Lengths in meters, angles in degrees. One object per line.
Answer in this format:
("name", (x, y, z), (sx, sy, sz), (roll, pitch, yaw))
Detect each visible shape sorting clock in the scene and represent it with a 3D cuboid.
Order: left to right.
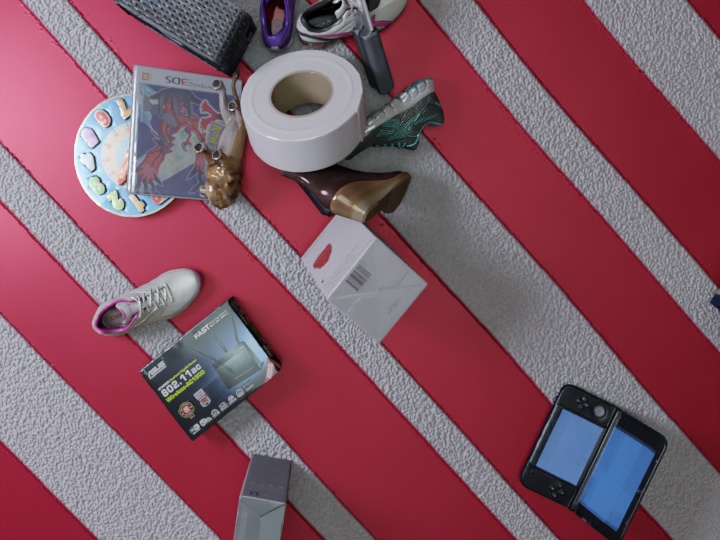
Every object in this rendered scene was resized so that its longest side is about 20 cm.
("shape sorting clock", (-0.381, -0.192, 1.367), (0.194, 0.039, 0.206), (0, 96, -3))

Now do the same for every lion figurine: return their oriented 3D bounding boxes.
("lion figurine", (-0.211, -0.207, 1.326), (0.071, 0.123, 0.204), (15, 77, 20))

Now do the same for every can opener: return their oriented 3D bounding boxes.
("can opener", (0.025, -0.381, 1.308), (0.066, 0.053, 0.202), (-32, 135, -10))

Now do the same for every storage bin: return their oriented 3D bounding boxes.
("storage bin", (-0.274, -0.404, 1.300), (0.197, 0.135, 0.095), (30, 94, -5))

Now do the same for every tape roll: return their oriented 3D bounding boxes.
("tape roll", (-0.088, -0.255, 1.299), (0.197, 0.072, 0.206), (-3, 54, 4))

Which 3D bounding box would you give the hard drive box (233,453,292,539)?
("hard drive box", (-0.165, 0.416, 1.356), (0.075, 0.200, 0.160), (9, 96, -4))

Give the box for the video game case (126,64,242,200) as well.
("video game case", (-0.287, -0.221, 1.343), (0.178, 0.023, 0.206), (2, 96, -25))

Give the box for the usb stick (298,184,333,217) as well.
("usb stick", (-0.099, -0.182, 1.382), (0.055, 0.033, 0.201), (-38, 95, -2))

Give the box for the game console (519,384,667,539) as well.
("game console", (0.396, 0.329, 1.411), (0.168, 0.118, 0.204), (25, 94, -5))

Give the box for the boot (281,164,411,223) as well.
("boot", (-0.017, -0.154, 1.340), (0.164, 0.199, 0.074), (32, 121, 16))

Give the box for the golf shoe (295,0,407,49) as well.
("golf shoe", (-0.011, -0.419, 1.332), (0.196, 0.092, 0.074), (-23, 92, -2))

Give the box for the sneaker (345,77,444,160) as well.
("sneaker", (0.058, -0.232, 1.363), (0.198, 0.078, 0.092), (-34, 104, -1))

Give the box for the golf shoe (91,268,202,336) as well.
("golf shoe", (-0.356, 0.059, 1.368), (0.196, 0.092, 0.077), (-27, 95, -1))

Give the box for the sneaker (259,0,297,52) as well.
("sneaker", (-0.128, -0.461, 1.328), (0.078, 0.083, 0.206), (0, 95, -3))

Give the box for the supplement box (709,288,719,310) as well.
("supplement box", (0.727, 0.025, 1.352), (0.133, 0.200, 0.202), (36, 94, -6))

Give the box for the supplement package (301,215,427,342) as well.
("supplement package", (0.000, 0.000, 1.309), (0.119, 0.200, 0.122), (39, 94, -24))

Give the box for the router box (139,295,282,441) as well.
("router box", (-0.253, 0.166, 1.396), (0.199, 0.062, 0.151), (-38, 95, 2))
